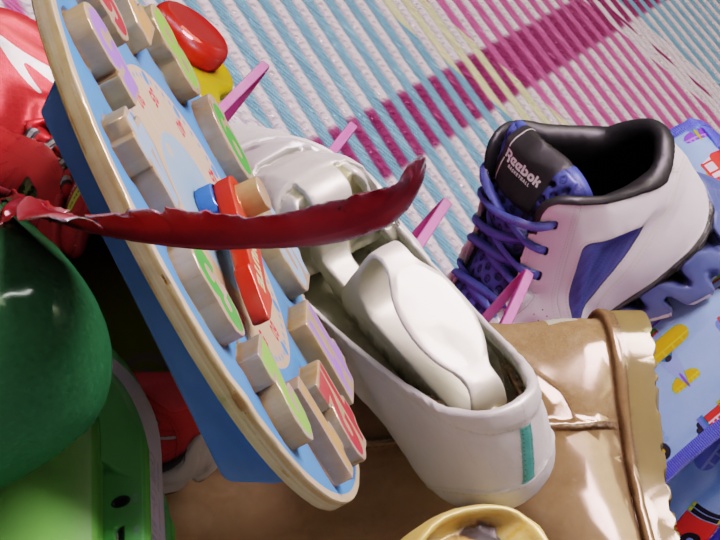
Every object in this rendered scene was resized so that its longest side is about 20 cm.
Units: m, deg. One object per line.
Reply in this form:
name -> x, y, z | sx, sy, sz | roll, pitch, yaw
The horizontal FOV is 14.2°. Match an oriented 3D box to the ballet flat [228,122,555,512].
ballet flat -> 0.000, 0.000, 1.021 | 0.200, 0.069, 0.069 | 47, 19, 26

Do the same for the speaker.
speaker -> -0.100, 0.096, 0.862 | 0.088, 0.088, 0.200 | 33, 23, -22

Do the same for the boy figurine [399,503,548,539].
boy figurine -> 0.004, 0.142, 0.927 | 0.124, 0.064, 0.200 | 44, 40, 11

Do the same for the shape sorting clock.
shape sorting clock -> -0.048, -0.017, 0.903 | 0.200, 0.039, 0.200 | -23, 90, -83

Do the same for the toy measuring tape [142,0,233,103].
toy measuring tape -> -0.070, -0.067, 1.374 | 0.200, 0.074, 0.074 | 45, 18, 17

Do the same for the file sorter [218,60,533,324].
file sorter -> -0.010, 0.027, 1.169 | 0.200, 0.125, 0.139 | 39, 18, -2

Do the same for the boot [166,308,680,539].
boot -> 0.011, 0.094, 1.051 | 0.200, 0.066, 0.175 | -2, 68, -10

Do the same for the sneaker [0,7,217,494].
sneaker -> -0.091, -0.021, 1.007 | 0.077, 0.085, 0.200 | -21, 66, -22

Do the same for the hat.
hat -> -0.076, 0.018, 0.812 | 0.176, 0.166, 0.200 | 1, 19, -1

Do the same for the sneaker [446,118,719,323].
sneaker -> 0.068, -0.005, 1.263 | 0.081, 0.199, 0.115 | 52, -2, 44

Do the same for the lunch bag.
lunch bag -> 0.138, 0.034, 1.324 | 0.094, 0.200, 0.151 | 24, 24, -45
